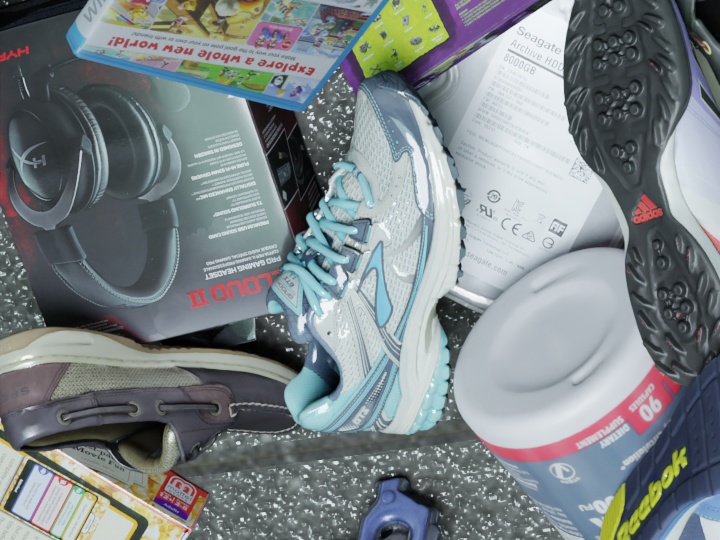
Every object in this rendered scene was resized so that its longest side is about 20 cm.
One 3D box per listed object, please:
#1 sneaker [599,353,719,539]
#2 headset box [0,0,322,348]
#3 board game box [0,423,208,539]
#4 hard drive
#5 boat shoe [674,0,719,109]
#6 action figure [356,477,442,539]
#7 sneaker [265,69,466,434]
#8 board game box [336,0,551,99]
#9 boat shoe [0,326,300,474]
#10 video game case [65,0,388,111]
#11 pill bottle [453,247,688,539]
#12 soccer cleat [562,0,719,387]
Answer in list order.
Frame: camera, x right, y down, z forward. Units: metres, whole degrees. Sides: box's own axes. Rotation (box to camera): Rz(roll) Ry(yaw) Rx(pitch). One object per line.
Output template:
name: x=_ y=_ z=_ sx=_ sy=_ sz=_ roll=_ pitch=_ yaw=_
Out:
sneaker: x=0.177 y=0.099 z=1.073 sx=0.082 sy=0.074 sz=0.200 roll=15 pitch=141 yaw=-12
headset box: x=-0.107 y=-0.051 z=1.227 sx=0.148 sy=0.077 sz=0.201 roll=-13 pitch=107 yaw=15
board game box: x=-0.209 y=0.140 z=1.340 sx=0.200 sy=0.046 sz=0.152 roll=32 pitch=114 yaw=-3
hard drive: x=0.090 y=-0.070 z=1.202 sx=0.139 sy=0.038 sz=0.201 roll=27 pitch=113 yaw=-1
boat shoe: x=0.166 y=-0.143 z=1.119 sx=0.074 sy=0.063 sz=0.202 roll=-35 pitch=86 yaw=-21
action figure: x=0.033 y=0.227 z=1.283 sx=0.193 sy=0.201 sz=0.105 roll=15 pitch=152 yaw=12
sneaker: x=0.000 y=0.000 z=1.153 sx=0.086 sy=0.078 sz=0.201 roll=-9 pitch=121 yaw=-17
board game box: x=0.053 y=-0.174 z=1.129 sx=0.200 sy=0.032 sz=0.120 roll=-31 pitch=84 yaw=33
boat shoe: x=-0.108 y=0.074 z=1.226 sx=0.072 sy=0.199 sz=0.065 roll=-24 pitch=65 yaw=40
video game case: x=-0.027 y=-0.161 z=1.085 sx=0.143 sy=0.018 sz=0.200 roll=10 pitch=129 yaw=-43
pill bottle: x=0.146 y=0.095 z=1.197 sx=0.119 sy=0.120 sz=0.200 roll=-28 pitch=124 yaw=20
soccer cleat: x=0.149 y=-0.047 z=1.105 sx=0.068 sy=0.073 sz=0.201 roll=-17 pitch=87 yaw=41
